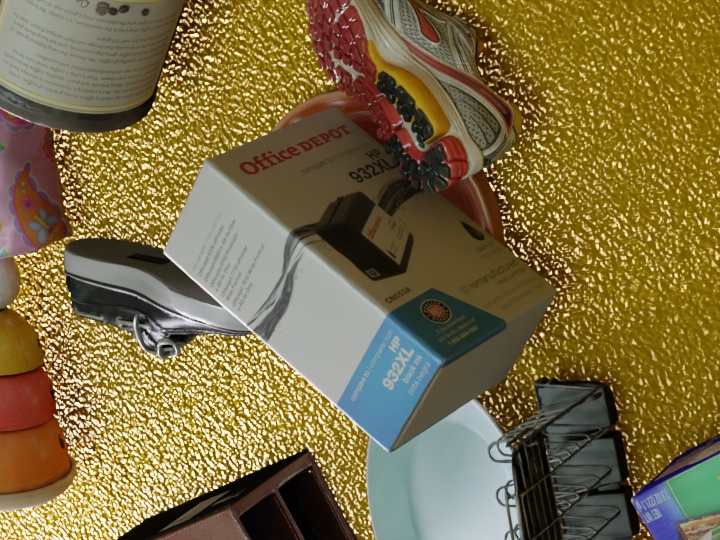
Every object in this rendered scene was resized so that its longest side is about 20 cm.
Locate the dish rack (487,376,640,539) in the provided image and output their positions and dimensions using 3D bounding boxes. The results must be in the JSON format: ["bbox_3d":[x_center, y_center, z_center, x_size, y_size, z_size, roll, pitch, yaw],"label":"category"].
[{"bbox_3d":[0.123,0.154,1.212,0.054,0.200,0.154,-11,95,25],"label":"dish rack"}]

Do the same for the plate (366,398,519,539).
[{"bbox_3d":[0.069,0.168,1.344,0.200,0.026,0.201,25,121,51],"label":"plate"}]

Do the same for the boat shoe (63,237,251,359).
[{"bbox_3d":[-0.144,0.029,1.444,0.199,0.074,0.068,13,111,33],"label":"boat shoe"}]

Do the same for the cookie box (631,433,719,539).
[{"bbox_3d":[0.288,0.179,1.179,0.171,0.075,0.200,-35,87,40],"label":"cookie box"}]

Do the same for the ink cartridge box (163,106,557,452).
[{"bbox_3d":[0.000,0.000,1.237,0.200,0.145,0.084,40,126,17],"label":"ink cartridge box"}]

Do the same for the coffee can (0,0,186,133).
[{"bbox_3d":[-0.181,-0.215,1.326,0.146,0.146,0.200,38,127,19],"label":"coffee can"}]

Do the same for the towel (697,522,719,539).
[{"bbox_3d":[0.198,0.211,1.110,0.023,0.153,0.200,23,147,-12],"label":"towel"}]

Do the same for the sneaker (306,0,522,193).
[{"bbox_3d":[0.030,-0.138,1.254,0.200,0.082,0.078,58,152,22],"label":"sneaker"}]

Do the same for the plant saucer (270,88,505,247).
[{"bbox_3d":[0.013,-0.028,1.332,0.200,0.032,0.201,15,117,31],"label":"plant saucer"}]

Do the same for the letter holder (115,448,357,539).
[{"bbox_3d":[-0.099,0.244,1.485,0.200,0.100,0.142,-27,93,41],"label":"letter holder"}]

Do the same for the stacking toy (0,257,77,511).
[{"bbox_3d":[-0.293,0.079,1.548,0.146,0.146,0.201,15,108,32],"label":"stacking toy"}]

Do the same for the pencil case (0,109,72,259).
[{"bbox_3d":[-0.276,-0.109,1.480,0.087,0.087,0.201,1,109,37],"label":"pencil case"}]
